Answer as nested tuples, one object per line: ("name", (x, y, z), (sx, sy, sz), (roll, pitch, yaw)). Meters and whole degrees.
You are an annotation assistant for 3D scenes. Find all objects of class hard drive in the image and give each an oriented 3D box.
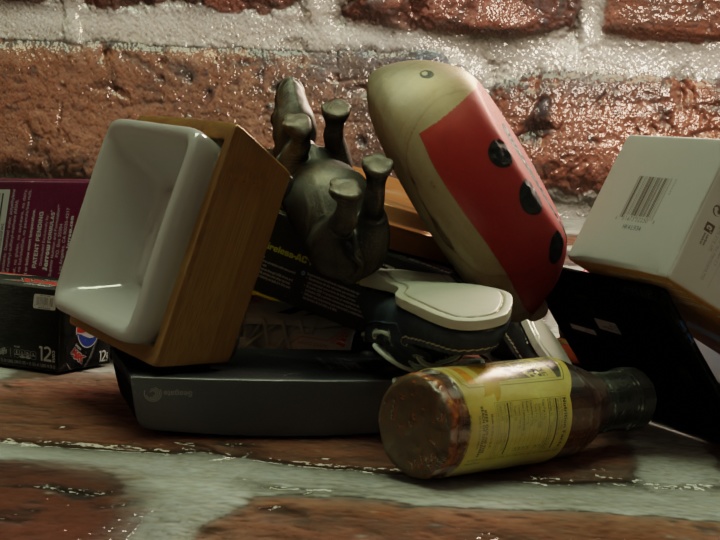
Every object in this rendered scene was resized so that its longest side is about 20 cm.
("hard drive", (-0.059, 0.077, 1.171), (0.199, 0.043, 0.135), (1, 6, -14))

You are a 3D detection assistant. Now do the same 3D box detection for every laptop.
("laptop", (0.234, 0.055, 1.218), (0.103, 0.201, 0.177), (-38, 20, -16))

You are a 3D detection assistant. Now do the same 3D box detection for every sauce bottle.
("sauce bottle", (0.100, 0.085, 1.071), (0.199, 0.066, 0.066), (-2, 8, -45))

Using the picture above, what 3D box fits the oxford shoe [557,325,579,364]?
("oxford shoe", (0.225, 0.037, 1.548), (0.071, 0.073, 0.200), (4, 6, 22))

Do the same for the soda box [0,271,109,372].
("soda box", (-0.292, 0.034, 1.385), (0.199, 0.064, 0.071), (6, 7, 27))

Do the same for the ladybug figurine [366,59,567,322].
("ladybug figurine", (0.078, -0.057, 1.181), (0.072, 0.201, 0.136), (-29, 13, 14))

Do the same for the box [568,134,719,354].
("box", (0.260, 0.002, 1.169), (0.199, 0.098, 0.124), (30, -7, -23))

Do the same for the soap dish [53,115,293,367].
("soap dish", (-0.127, -0.021, 1.186), (0.081, 0.158, 0.200), (19, -2, -25))

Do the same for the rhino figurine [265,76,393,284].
("rhino figurine", (-0.030, -0.066, 1.184), (0.059, 0.088, 0.200), (-8, 36, -18))

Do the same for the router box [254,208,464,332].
("router box", (0.000, 0.000, 1.301), (0.199, 0.062, 0.150), (20, 8, 18))

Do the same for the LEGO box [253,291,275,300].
("LEGO box", (-0.110, 0.010, 1.638), (0.199, 0.078, 0.149), (0, 6, -26))

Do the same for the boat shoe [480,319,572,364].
("boat shoe", (0.119, 0.049, 1.444), (0.060, 0.074, 0.200), (-37, 23, 6))

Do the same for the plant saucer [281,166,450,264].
("plant saucer", (0.021, -0.046, 1.315), (0.199, 0.032, 0.200), (17, 10, -3))

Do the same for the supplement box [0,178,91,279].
("supplement box", (-0.232, -0.012, 1.475), (0.199, 0.104, 0.131), (2, -11, 26))

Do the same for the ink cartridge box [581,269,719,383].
("ink cartridge box", (0.285, 0.023, 1.400), (0.144, 0.085, 0.199), (-28, 19, -35))

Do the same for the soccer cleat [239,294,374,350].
("soccer cleat", (-0.046, 0.055, 1.293), (0.199, 0.069, 0.085), (5, 0, -26))

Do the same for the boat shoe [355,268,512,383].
("boat shoe", (0.041, 0.037, 1.116), (0.074, 0.062, 0.200), (1, 6, -21))
